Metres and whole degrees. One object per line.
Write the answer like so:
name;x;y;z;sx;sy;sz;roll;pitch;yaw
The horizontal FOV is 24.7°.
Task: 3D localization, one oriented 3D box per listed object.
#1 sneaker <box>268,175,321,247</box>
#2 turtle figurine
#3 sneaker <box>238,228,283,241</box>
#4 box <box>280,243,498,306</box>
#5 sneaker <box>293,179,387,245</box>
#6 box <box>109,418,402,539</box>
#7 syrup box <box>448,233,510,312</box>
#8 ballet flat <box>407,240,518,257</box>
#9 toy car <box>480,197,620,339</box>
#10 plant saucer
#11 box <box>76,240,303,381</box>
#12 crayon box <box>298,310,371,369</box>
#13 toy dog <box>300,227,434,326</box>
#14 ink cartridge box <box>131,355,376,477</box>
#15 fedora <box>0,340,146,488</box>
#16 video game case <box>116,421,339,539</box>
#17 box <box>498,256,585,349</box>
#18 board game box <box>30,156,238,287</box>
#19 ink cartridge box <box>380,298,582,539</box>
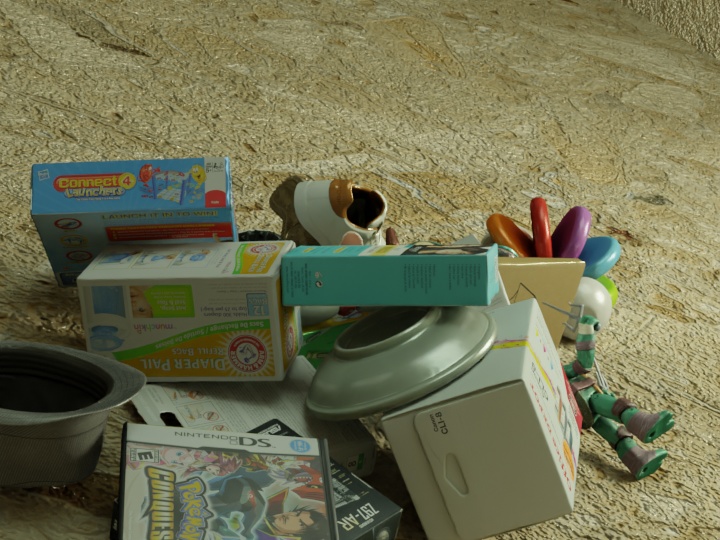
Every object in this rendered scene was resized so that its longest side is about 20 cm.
sneaker;-0.044;-0.035;1.957;0.109;0.070;0.200;48;7;-26
turtle figurine;0.254;0.134;1.811;0.200;0.100;0.150;44;-12;33
sneaker;-0.176;-0.018;1.889;0.198;0.067;0.091;5;-7;8
box;0.029;0.004;1.566;0.198;0.050;0.082;-1;8;12
sneaker;0.004;-0.043;1.847;0.084;0.074;0.200;-9;-24;23
box;-0.087;0.215;1.399;0.160;0.044;0.199;32;36;29
syrup box;0.126;0.072;1.727;0.078;0.201;0.082;-25;29;-3
ballet flat;0.111;0.004;2.031;0.199;0.072;0.069;4;-33;48
toy car;0.242;-0.016;2.093;0.198;0.151;0.175;16;22;-6
plant saucer;0.032;0.072;1.568;0.198;0.051;0.200;-22;15;6
box;-0.163;0.040;1.614;0.198;0.114;0.101;-2;20;11
crayon box;-0.087;0.059;1.780;0.118;0.059;0.199;33;26;30
toy dog;0.000;0.000;1.769;0.199;0.132;0.097;7;48;-51
ink cartridge box;-0.107;0.155;1.583;0.198;0.051;0.161;-11;35;-27
fedora;-0.286;0.130;1.414;0.198;0.091;0.177;10;18;12
video game case;-0.108;0.200;1.347;0.179;0.026;0.201;6;31;-10
box;0.150;0.061;1.825;0.198;0.165;0.021;1;27;-37
board game box;-0.225;-0.046;1.690;0.198;0.196;0.056;-2;68;-3
ink cartridge box;0.120;0.144;1.568;0.143;0.147;0.200;-18;17;16
